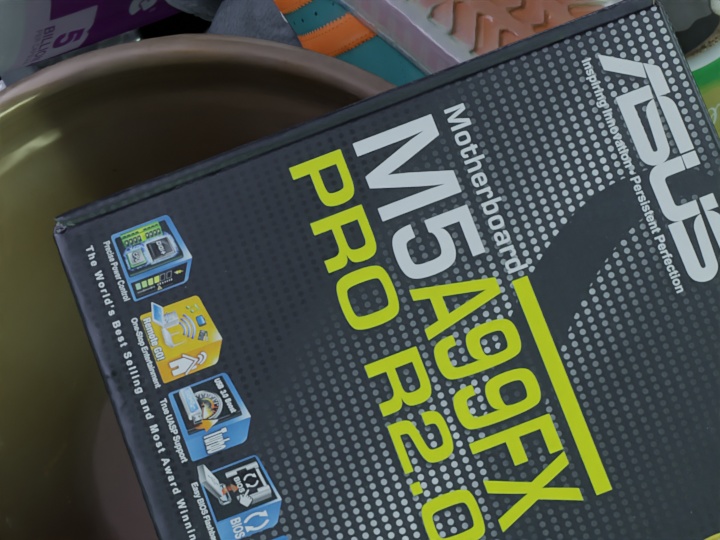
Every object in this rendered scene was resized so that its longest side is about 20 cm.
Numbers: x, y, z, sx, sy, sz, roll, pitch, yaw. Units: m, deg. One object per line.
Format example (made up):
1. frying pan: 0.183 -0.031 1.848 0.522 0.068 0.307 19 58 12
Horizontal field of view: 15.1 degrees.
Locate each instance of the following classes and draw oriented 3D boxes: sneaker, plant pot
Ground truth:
1. sneaker: -0.002 -0.088 0.805 0.071 0.080 0.200 -33 65 -26
2. plant pot: -0.041 0.045 0.730 0.201 0.093 0.201 -1 79 3

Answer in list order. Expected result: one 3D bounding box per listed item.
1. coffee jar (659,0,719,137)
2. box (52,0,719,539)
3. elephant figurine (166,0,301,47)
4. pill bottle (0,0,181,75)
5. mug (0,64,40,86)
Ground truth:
1. coffee jar: 0.096 -0.105 0.816 0.104 0.200 0.085 -28 6 28
2. box: 0.033 0.054 0.654 0.160 0.044 0.200 -20 78 0
3. elephant figurine: 0.000 0.000 0.895 0.155 0.141 0.200 -176 97 -75
4. pill bottle: -0.078 -0.149 0.996 0.200 0.112 0.112 -24 32 -28
5. mug: -0.188 -0.008 1.031 0.148 0.175 0.200 24 84 48
